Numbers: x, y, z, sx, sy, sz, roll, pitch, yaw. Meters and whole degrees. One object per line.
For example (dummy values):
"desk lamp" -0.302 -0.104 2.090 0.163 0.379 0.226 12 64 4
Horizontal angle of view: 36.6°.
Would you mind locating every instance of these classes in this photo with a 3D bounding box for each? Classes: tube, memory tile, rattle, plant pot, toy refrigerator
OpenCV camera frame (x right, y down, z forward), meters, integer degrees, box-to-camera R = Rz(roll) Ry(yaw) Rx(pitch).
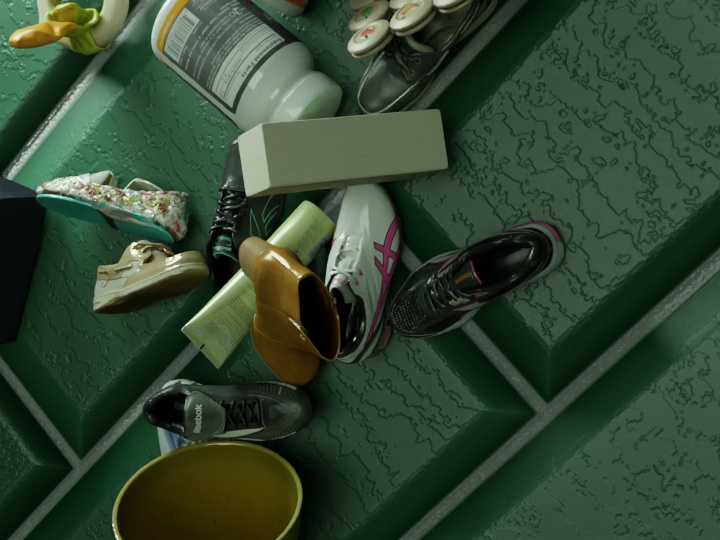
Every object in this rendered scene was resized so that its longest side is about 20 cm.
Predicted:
"tube" -0.109 0.011 1.186 0.058 0.052 0.200 41 78 -4
"memory tile" 0.073 -0.292 1.105 0.199 0.154 0.017 -24 124 20
"rattle" -0.340 -0.357 1.254 0.130 0.142 0.202 32 111 35
"plant pot" -0.154 0.301 1.170 0.198 0.200 0.143 8 123 20
"toy refrigerator" -0.017 -0.123 1.113 0.198 0.076 0.071 -9 90 -24

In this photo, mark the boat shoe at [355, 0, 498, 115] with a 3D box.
"boat shoe" 0.061 -0.240 1.144 0.201 0.066 0.072 -44 78 17

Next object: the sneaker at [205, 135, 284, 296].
"sneaker" -0.132 -0.052 1.223 0.075 0.079 0.202 1 92 20

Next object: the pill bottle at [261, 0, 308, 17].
"pill bottle" -0.066 -0.385 1.158 0.114 0.114 0.201 35 105 15

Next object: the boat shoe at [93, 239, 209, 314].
"boat shoe" -0.248 -0.001 1.251 0.199 0.073 0.070 -18 76 42

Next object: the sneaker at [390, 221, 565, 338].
"sneaker" 0.110 0.006 1.131 0.199 0.086 0.081 -33 80 20

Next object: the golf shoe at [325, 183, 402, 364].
"golf shoe" 0.000 0.000 1.170 0.072 0.092 0.202 3 93 21

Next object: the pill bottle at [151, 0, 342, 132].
"pill bottle" -0.123 -0.222 1.189 0.200 0.116 0.117 40 106 13

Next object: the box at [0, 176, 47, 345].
"box" -0.514 -0.028 1.343 0.197 0.123 0.202 23 103 19

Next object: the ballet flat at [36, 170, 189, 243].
"ballet flat" -0.288 -0.082 1.294 0.198 0.076 0.064 16 68 15

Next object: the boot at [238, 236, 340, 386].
"boot" -0.061 0.067 1.122 0.144 0.070 0.202 36 150 52

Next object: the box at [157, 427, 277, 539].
"box" -0.161 0.243 1.272 0.135 0.038 0.202 -8 90 20

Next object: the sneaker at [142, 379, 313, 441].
"sneaker" -0.152 0.157 1.195 0.198 0.090 0.067 1 94 20
